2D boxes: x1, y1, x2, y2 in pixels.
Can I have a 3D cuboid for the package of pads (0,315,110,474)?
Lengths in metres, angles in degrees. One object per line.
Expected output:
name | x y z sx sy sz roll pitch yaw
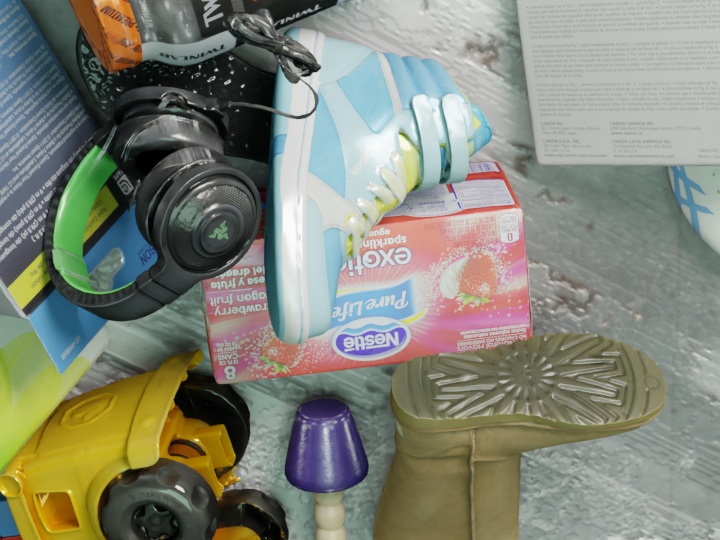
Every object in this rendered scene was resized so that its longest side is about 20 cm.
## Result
package of pads | -0.264 0.025 1.185 0.200 0.068 0.155 50 57 -19

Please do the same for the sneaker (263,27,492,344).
sneaker | 0.011 -0.048 1.128 0.130 0.080 0.200 5 65 -6

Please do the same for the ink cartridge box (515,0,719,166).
ink cartridge box | 0.170 -0.161 1.160 0.161 0.050 0.200 3 108 35

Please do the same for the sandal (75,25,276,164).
sandal | -0.087 -0.103 1.201 0.200 0.048 0.075 21 92 -25

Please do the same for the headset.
headset | -0.105 -0.060 1.078 0.200 0.124 0.094 -38 139 18

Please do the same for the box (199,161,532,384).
box | 0.000 0.000 1.218 0.200 0.100 0.096 -7 111 -3

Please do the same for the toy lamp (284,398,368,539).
toy lamp | -0.020 0.182 1.309 0.058 0.058 0.200 -3 112 -4

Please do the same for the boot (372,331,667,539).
boot | 0.096 0.120 1.245 0.175 0.066 0.200 1 144 1

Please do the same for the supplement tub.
supplement tub | -0.069 -0.193 1.107 0.200 0.123 0.123 -25 111 -12

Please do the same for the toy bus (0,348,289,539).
toy bus | -0.158 0.173 1.261 0.192 0.136 0.200 -13 114 14

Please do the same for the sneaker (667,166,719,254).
sneaker | 0.227 -0.092 1.220 0.072 0.072 0.200 -14 112 -2

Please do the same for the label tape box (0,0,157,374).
label tape box | -0.213 -0.052 1.152 0.066 0.143 0.200 -14 116 35
